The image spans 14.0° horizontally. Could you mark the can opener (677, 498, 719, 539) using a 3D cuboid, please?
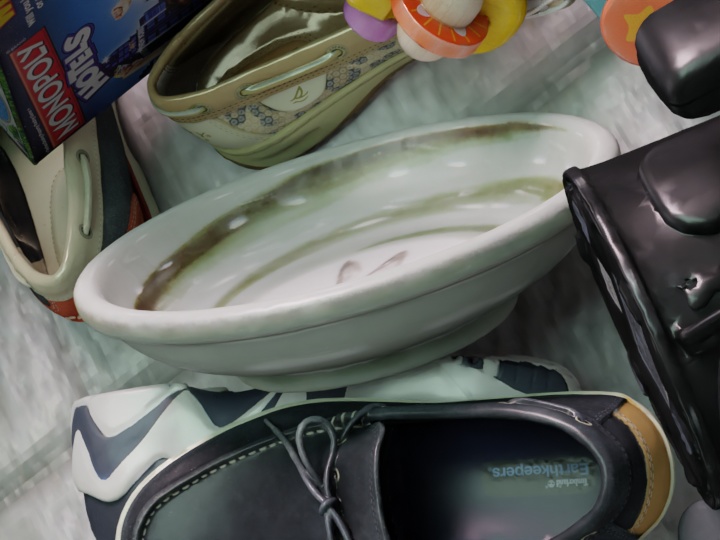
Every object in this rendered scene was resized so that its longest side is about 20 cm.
[{"bbox_3d":[0.133,0.050,0.995,0.053,0.067,0.201,-15,70,26],"label":"can opener"}]

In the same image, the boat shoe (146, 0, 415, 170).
[{"bbox_3d":[0.006,-0.115,1.115,0.200,0.063,0.073,-44,59,13],"label":"boat shoe"}]

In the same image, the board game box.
[{"bbox_3d":[-0.113,-0.129,1.068,0.200,0.200,0.062,-38,70,-13],"label":"board game box"}]

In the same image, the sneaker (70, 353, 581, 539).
[{"bbox_3d":[-0.010,0.100,1.066,0.198,0.079,0.131,-7,86,16],"label":"sneaker"}]

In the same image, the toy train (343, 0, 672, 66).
[{"bbox_3d":[0.052,-0.126,1.022,0.199,0.151,0.056,4,47,1],"label":"toy train"}]

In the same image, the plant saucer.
[{"bbox_3d":[0.000,0.000,1.039,0.199,0.200,0.051,-8,108,29],"label":"plant saucer"}]

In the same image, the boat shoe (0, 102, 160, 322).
[{"bbox_3d":[-0.138,-0.064,1.189,0.071,0.062,0.201,-36,61,20],"label":"boat shoe"}]

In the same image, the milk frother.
[{"bbox_3d":[0.178,0.004,0.879,0.187,0.181,0.201,-25,60,0],"label":"milk frother"}]

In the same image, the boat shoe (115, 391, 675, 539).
[{"bbox_3d":[0.005,0.078,0.989,0.199,0.062,0.075,-9,87,18],"label":"boat shoe"}]
